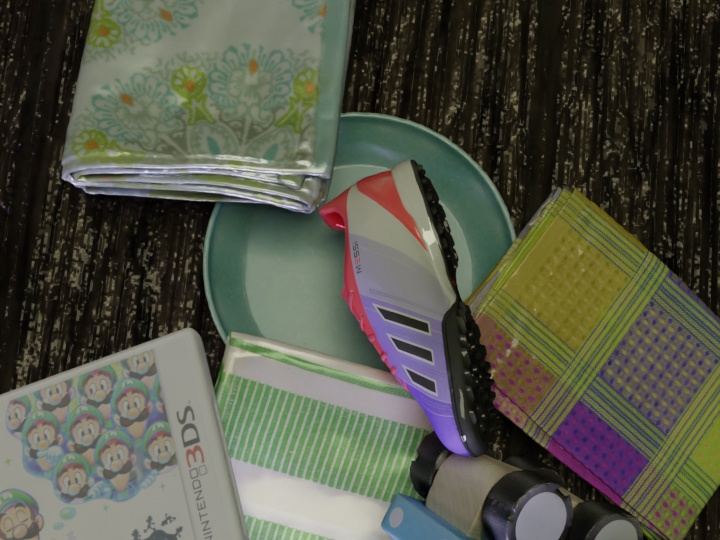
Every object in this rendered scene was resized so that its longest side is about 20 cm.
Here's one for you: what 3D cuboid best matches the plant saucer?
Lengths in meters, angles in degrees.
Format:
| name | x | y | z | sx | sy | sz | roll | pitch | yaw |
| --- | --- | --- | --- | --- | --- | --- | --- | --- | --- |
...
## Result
| name | x | y | z | sx | sy | sz | roll | pitch | yaw |
| --- | --- | --- | --- | --- | --- | --- | --- | --- | --- |
| plant saucer | 0.000 | 0.000 | 1.049 | 0.198 | 0.036 | 0.202 | 1 | 75 | -4 |

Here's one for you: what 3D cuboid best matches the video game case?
| name | x | y | z | sx | sy | sz | roll | pitch | yaw |
| --- | --- | --- | --- | --- | --- | --- | --- | --- | --- |
| video game case | -0.168 | 0.145 | 0.958 | 0.199 | 0.024 | 0.183 | -20 | 61 | 5 |

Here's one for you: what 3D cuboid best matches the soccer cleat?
| name | x | y | z | sx | sy | sz | roll | pitch | yaw |
| --- | --- | --- | --- | --- | --- | --- | --- | --- | --- |
| soccer cleat | 0.028 | 0.027 | 0.976 | 0.073 | 0.068 | 0.201 | -20 | 57 | 9 |

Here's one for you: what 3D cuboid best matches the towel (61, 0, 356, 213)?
| name | x | y | z | sx | sy | sz | roll | pitch | yaw |
| --- | --- | --- | --- | --- | --- | --- | --- | --- | --- |
| towel | -0.091 | -0.133 | 1.050 | 0.170 | 0.048 | 0.201 | 5 | 64 | 5 |

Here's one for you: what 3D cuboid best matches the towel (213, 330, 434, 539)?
| name | x | y | z | sx | sy | sz | roll | pitch | yaw |
| --- | --- | --- | --- | --- | --- | --- | --- | --- | --- |
| towel | -0.034 | 0.150 | 0.990 | 0.151 | 0.023 | 0.201 | 14 | 87 | -1 |

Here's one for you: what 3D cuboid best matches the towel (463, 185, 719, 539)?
| name | x | y | z | sx | sy | sz | roll | pitch | yaw |
| --- | --- | --- | --- | --- | --- | --- | --- | --- | --- |
| towel | 0.155 | 0.057 | 1.030 | 0.200 | 0.023 | 0.144 | 40 | 74 | -7 |

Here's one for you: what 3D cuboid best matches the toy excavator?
| name | x | y | z | sx | sy | sz | roll | pitch | yaw |
| --- | --- | --- | --- | --- | --- | --- | --- | --- | --- |
| toy excavator | 0.040 | 0.194 | 0.942 | 0.194 | 0.100 | 0.201 | 24 | 90 | -36 |
